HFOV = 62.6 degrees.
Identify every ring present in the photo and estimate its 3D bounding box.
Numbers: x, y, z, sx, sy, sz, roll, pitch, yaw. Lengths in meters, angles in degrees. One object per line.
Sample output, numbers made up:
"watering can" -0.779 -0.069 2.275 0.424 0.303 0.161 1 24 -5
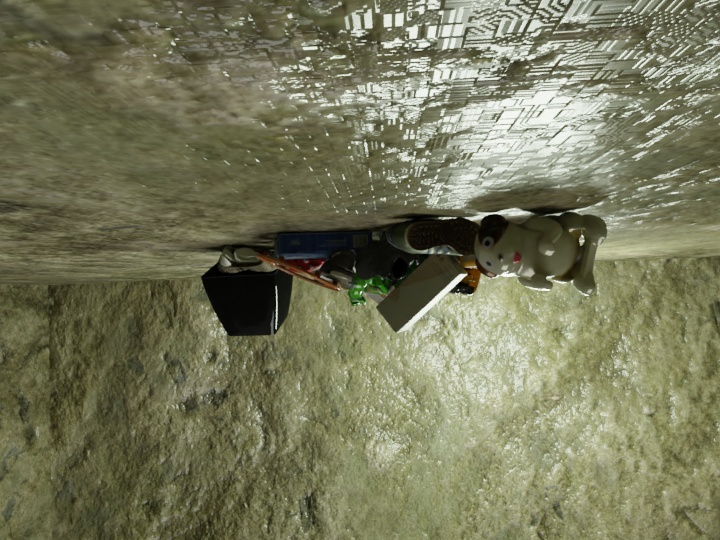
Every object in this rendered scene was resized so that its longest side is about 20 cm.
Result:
"ring" -0.131 0.000 1.277 0.196 0.020 0.201 21 173 3

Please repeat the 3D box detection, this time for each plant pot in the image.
"plant pot" -0.283 0.065 1.568 0.195 0.182 0.200 -2 -162 9

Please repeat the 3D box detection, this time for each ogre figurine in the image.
"ogre figurine" 0.050 0.012 1.343 0.195 0.100 0.120 -9 161 17

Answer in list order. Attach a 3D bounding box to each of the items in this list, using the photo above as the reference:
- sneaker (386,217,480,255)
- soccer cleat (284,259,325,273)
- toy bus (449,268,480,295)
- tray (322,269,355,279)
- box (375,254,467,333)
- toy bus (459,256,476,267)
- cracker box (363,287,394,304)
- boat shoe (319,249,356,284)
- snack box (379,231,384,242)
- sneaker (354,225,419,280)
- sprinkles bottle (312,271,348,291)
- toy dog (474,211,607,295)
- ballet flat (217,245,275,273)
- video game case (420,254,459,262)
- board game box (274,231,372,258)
"sneaker" 0.134 -0.064 1.081 0.197 0.069 0.089 0 -176 -37
"soccer cleat" -0.106 -0.033 1.467 0.195 0.070 0.085 -7 -178 5
"toy bus" 0.245 -0.015 1.754 0.189 0.139 0.198 16 -173 36
"tray" 0.000 0.000 1.438 0.197 0.023 0.107 7 153 -41
"box" 0.138 0.045 1.329 0.200 0.078 0.095 -44 166 14
"toy bus" 0.312 -0.052 1.274 0.197 0.080 0.065 -4 177 35
"cracker box" 0.025 0.018 1.670 0.199 0.058 0.133 39 163 -18
"boat shoe" -0.043 -0.008 1.260 0.066 0.058 0.200 22 174 -11
"snack box" 0.122 -0.063 1.329 0.113 0.038 0.200 -1 178 17
"sneaker" 0.049 -0.016 1.184 0.074 0.093 0.200 -1 158 -30
"sprinkles bottle" -0.083 -0.003 1.556 0.067 0.070 0.199 0 -166 -34
"toy dog" 0.298 -0.048 1.040 0.195 0.142 0.195 -3 -145 -13
"ballet flat" -0.286 -0.032 1.426 0.196 0.069 0.075 0 159 30
"video game case" 0.194 -0.041 1.442 0.195 0.018 0.144 -3 -155 15
"board game box" -0.088 -0.052 1.305 0.195 0.045 0.199 -2 178 -11
